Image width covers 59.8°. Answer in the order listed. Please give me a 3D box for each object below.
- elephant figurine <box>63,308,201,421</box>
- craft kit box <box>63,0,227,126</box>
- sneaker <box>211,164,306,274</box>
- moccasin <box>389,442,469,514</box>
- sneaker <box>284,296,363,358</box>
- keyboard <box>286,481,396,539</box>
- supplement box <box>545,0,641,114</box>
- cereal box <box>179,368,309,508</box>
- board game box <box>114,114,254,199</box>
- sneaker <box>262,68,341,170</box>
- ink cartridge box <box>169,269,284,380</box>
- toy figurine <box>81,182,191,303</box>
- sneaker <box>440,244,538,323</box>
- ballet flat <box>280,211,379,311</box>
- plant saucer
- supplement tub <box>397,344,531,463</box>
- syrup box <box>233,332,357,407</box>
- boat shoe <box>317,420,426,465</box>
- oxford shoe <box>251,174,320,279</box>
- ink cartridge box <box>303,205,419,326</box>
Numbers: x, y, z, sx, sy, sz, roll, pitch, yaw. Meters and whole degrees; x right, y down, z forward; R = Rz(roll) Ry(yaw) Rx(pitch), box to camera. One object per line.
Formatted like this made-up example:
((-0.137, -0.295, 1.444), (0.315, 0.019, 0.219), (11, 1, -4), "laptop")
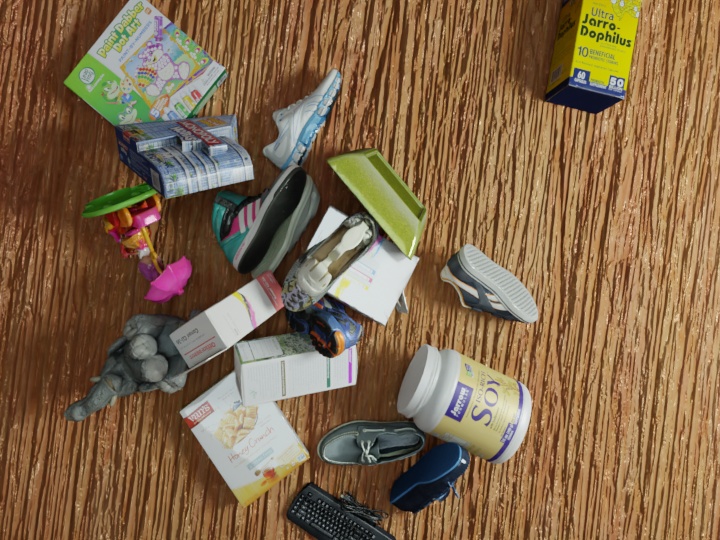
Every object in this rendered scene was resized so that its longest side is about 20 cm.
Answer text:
((-0.373, 0.155, 1.033), (0.198, 0.153, 0.145), (-32, 57, 32), "elephant figurine")
((-0.364, -0.328, 1.072), (0.196, 0.049, 0.202), (38, 86, -2), "craft kit box")
((-0.181, -0.111, 1.050), (0.120, 0.083, 0.202), (39, 99, 23), "sneaker")
((0.128, 0.356, 1.071), (0.067, 0.200, 0.081), (34, 44, -10), "moccasin")
((-0.066, 0.076, 1.047), (0.077, 0.200, 0.077), (-7, 124, -36), "sneaker")
((-0.027, 0.448, 1.103), (0.197, 0.040, 0.106), (33, 87, -6), "keyboard")
((0.415, -0.403, 1.117), (0.106, 0.109, 0.206), (10, 88, -6), "supplement box")
((-0.199, 0.281, 1.085), (0.142, 0.040, 0.202), (-35, 93, -6), "cereal box")
((-0.261, -0.195, 1.004), (0.197, 0.199, 0.063), (-21, 127, -33), "board game box")
((-0.104, -0.269, 1.084), (0.085, 0.075, 0.203), (30, 87, 1), "sneaker")
((-0.219, 0.085, 0.994), (0.115, 0.199, 0.068), (-31, 95, 38), "ink cartridge box")
((-0.357, -0.037, 1.031), (0.149, 0.197, 0.188), (-34, 115, -37), "toy figurine")
((0.228, 0.036, 1.116), (0.198, 0.079, 0.079), (38, 129, -17), "sneaker")
((-0.048, -0.017, 0.960), (0.200, 0.072, 0.072), (-44, 94, -4), "ballet flat")
((0.044, -0.128, 1.030), (0.048, 0.200, 0.201), (-39, 94, 16), "plant saucer")
((0.175, 0.225, 1.071), (0.196, 0.145, 0.149), (25, 87, -5), "supplement tub")
((-0.108, 0.156, 1.045), (0.195, 0.079, 0.084), (-7, 113, -20), "syrup box")
((0.021, 0.304, 1.097), (0.194, 0.062, 0.075), (-6, 90, -6), "boat shoe")
((-0.126, -0.068, 1.086), (0.057, 0.074, 0.204), (29, 88, -50), "oxford shoe")
((0.000, 0.000, 1.064), (0.197, 0.129, 0.127), (29, 87, -5), "ink cartridge box")
